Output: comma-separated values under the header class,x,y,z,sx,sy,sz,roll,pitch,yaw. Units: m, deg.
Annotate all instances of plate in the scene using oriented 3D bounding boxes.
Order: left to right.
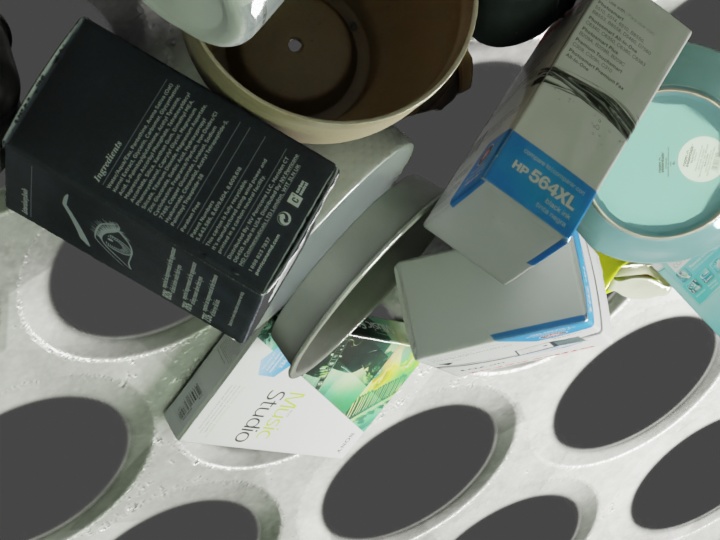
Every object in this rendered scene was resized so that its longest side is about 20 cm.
class,x,y,z,sx,sy,sz,roll,pitch,yaw
plate,0.250,-0.091,1.871,0.198,0.026,0.202,0,116,-1

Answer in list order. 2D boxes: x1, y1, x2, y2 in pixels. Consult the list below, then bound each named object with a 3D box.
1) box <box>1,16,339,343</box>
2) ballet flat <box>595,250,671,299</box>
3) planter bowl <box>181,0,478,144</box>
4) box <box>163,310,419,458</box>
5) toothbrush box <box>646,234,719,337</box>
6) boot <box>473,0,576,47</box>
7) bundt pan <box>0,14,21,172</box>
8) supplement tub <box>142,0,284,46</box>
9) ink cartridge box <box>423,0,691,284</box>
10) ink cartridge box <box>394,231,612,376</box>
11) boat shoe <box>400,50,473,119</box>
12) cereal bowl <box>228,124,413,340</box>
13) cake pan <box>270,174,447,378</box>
class,x,y,z,sx,sy,sz,roll,pitch,yaw
box,-0.130,-0.056,1.507,0.105,0.199,0.148,-59,-179,-16
ballet flat,0.275,-0.007,2.046,0.199,0.067,0.067,-7,137,-32
planter bowl,-0.033,-0.170,1.526,0.199,0.202,0.135,-20,170,-18
box,-0.052,0.095,1.938,0.199,0.036,0.145,9,127,-45
toothbrush box,0.338,-0.026,1.959,0.146,0.200,0.085,-42,-175,15
boot,0.151,-0.265,1.639,0.200,0.076,0.168,-44,163,-17
bundt pan,-0.307,-0.096,1.476,0.200,0.076,0.203,-21,142,-17
supplement tub,-0.058,-0.247,1.406,0.200,0.122,0.123,-51,150,-21
ink cartridge box,0.147,-0.106,1.694,0.201,0.084,0.146,-57,-175,-19
ink cartridge box,0.122,0.027,1.857,0.145,0.087,0.200,-13,169,11
boat shoe,0.043,-0.184,1.649,0.070,0.071,0.201,-25,144,-15
cereal bowl,-0.055,-0.047,1.692,0.200,0.083,0.200,-47,175,-6
cake pan,0.000,0.000,1.793,0.200,0.037,0.200,-47,173,-8
